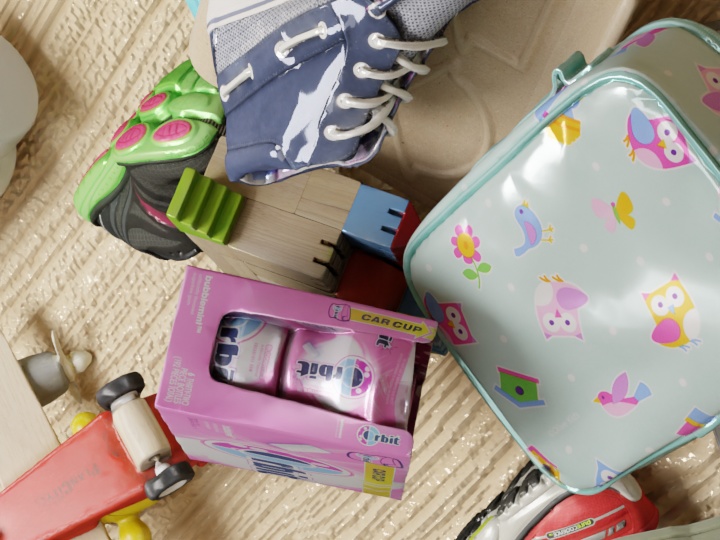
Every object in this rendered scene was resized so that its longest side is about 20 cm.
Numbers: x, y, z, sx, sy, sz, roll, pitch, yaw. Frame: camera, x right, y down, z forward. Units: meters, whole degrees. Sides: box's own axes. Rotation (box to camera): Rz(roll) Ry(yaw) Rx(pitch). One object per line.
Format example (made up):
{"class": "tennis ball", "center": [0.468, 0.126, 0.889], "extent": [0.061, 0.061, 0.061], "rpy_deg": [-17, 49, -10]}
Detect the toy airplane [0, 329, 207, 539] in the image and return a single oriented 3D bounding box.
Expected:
{"class": "toy airplane", "center": [-0.174, 0.143, 1.212], "extent": [0.198, 0.141, 0.201], "rpy_deg": [12, 88, 16]}

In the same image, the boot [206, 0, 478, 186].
{"class": "boot", "center": [0.011, -0.094, 0.856], "extent": [0.199, 0.072, 0.091], "rpy_deg": [-12, 82, 49]}

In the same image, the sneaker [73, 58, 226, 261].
{"class": "sneaker", "center": [-0.095, -0.054, 1.079], "extent": [0.084, 0.077, 0.200], "rpy_deg": [39, 162, -7]}

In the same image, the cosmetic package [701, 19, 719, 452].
{"class": "cosmetic package", "center": [0.195, -0.011, 0.903], "extent": [0.106, 0.090, 0.201], "rpy_deg": [-8, 111, 39]}

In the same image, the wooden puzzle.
{"class": "wooden puzzle", "center": [0.023, -0.124, 0.930], "extent": [0.199, 0.046, 0.186], "rpy_deg": [33, 135, 11]}

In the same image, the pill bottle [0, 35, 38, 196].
{"class": "pill bottle", "center": [-0.275, -0.061, 1.193], "extent": [0.113, 0.113, 0.200], "rpy_deg": [52, 131, 1]}

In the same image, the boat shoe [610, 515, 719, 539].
{"class": "boat shoe", "center": [0.206, 0.158, 0.993], "extent": [0.198, 0.066, 0.075], "rpy_deg": [-15, 64, 14]}

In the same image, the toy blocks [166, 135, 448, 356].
{"class": "toy blocks", "center": [0.000, 0.000, 1.000], "extent": [0.136, 0.100, 0.200], "rpy_deg": [19, 168, 17]}

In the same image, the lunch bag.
{"class": "lunch bag", "center": [0.117, -0.008, 0.856], "extent": [0.161, 0.077, 0.200], "rpy_deg": [53, 137, 5]}

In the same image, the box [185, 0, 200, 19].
{"class": "box", "center": [-0.004, -0.166, 0.985], "extent": [0.199, 0.049, 0.083], "rpy_deg": [-21, 101, 41]}

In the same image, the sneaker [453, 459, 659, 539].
{"class": "sneaker", "center": [0.088, 0.171, 1.084], "extent": [0.085, 0.077, 0.200], "rpy_deg": [42, 131, 3]}

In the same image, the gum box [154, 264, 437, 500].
{"class": "gum box", "center": [-0.027, 0.057, 0.939], "extent": [0.113, 0.200, 0.067], "rpy_deg": [11, 78, 2]}
